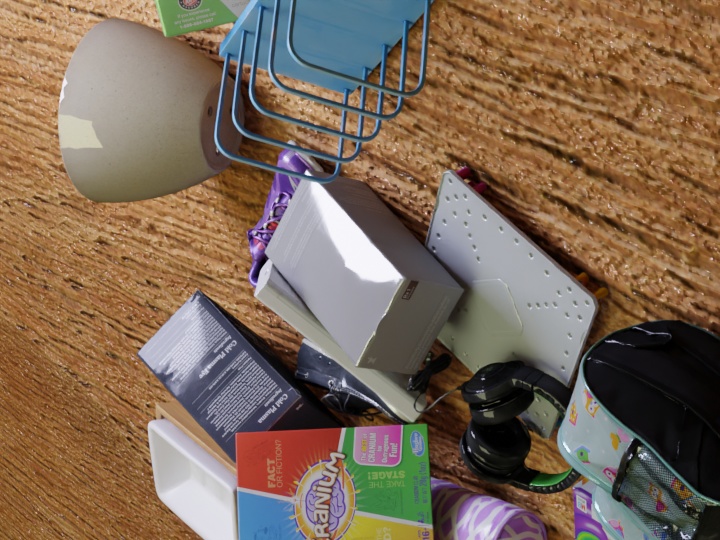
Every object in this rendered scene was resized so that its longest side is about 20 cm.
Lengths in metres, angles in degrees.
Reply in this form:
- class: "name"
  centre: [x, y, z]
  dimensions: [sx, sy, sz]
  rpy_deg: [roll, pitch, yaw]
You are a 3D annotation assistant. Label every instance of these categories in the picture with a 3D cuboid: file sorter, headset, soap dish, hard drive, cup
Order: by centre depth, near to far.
- class: "file sorter"
  centre: [-0.036, -0.180, 1.480]
  dimensions: [0.200, 0.138, 0.123]
  rpy_deg: [138, 141, -57]
- class: "headset"
  centre: [0.135, 0.132, 1.557]
  dimensions: [0.199, 0.094, 0.124]
  rpy_deg: [18, 126, 29]
- class: "hard drive"
  centre: [-0.019, 0.066, 1.657]
  dimensions: [0.200, 0.026, 0.132]
  rpy_deg: [38, -171, -8]
- class: "cup"
  centre: [-0.209, -0.163, 1.764]
  dimensions: [0.143, 0.200, 0.201]
  rpy_deg: [9, 125, 22]
- class: "soap dish"
  centre: [-0.189, 0.273, 2.145]
  dimensions: [0.200, 0.081, 0.158]
  rpy_deg: [33, 138, 38]

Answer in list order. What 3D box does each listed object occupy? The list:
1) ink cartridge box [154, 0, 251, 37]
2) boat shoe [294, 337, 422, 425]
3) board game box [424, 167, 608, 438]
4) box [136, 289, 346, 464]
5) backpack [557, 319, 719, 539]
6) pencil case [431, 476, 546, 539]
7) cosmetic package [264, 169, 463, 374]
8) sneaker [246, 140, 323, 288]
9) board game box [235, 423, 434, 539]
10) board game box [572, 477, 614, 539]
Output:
- class: "ink cartridge box"
  centre: [-0.137, -0.336, 1.529]
  dimensions: [0.084, 0.145, 0.201]
  rpy_deg: [-86, -17, -67]
- class: "boat shoe"
  centre: [-0.005, 0.128, 1.764]
  dimensions: [0.074, 0.062, 0.200]
  rpy_deg: [28, 180, -42]
- class: "board game box"
  centre: [0.136, 0.030, 1.545]
  dimensions: [0.200, 0.026, 0.201]
  rpy_deg: [44, 145, 27]
- class: "box"
  centre: [-0.125, 0.142, 1.845]
  dimensions: [0.182, 0.104, 0.200]
  rpy_deg: [43, 179, 27]
- class: "backpack"
  centre: [0.259, 0.140, 1.313]
  dimensions: [0.200, 0.175, 0.154]
  rpy_deg: [46, 142, 30]
- class: "pencil case"
  centre: [0.107, 0.270, 1.722]
  dimensions: [0.085, 0.084, 0.200]
  rpy_deg: [34, 168, -35]
- class: "cosmetic package"
  centre: [0.000, 0.000, 1.593]
  dimensions: [0.200, 0.090, 0.107]
  rpy_deg: [49, 118, 39]
- class: "sneaker"
  centre: [-0.078, -0.047, 1.737]
  dimensions: [0.081, 0.083, 0.201]
  rpy_deg: [42, 142, 28]
- class: "board game box"
  centre: [-0.026, 0.239, 1.683]
  dimensions: [0.040, 0.199, 0.154]
  rpy_deg: [88, 179, -78]
- class: "board game box"
  centre: [0.263, 0.270, 1.473]
  dimensions: [0.103, 0.105, 0.201]
  rpy_deg: [27, 133, 44]
